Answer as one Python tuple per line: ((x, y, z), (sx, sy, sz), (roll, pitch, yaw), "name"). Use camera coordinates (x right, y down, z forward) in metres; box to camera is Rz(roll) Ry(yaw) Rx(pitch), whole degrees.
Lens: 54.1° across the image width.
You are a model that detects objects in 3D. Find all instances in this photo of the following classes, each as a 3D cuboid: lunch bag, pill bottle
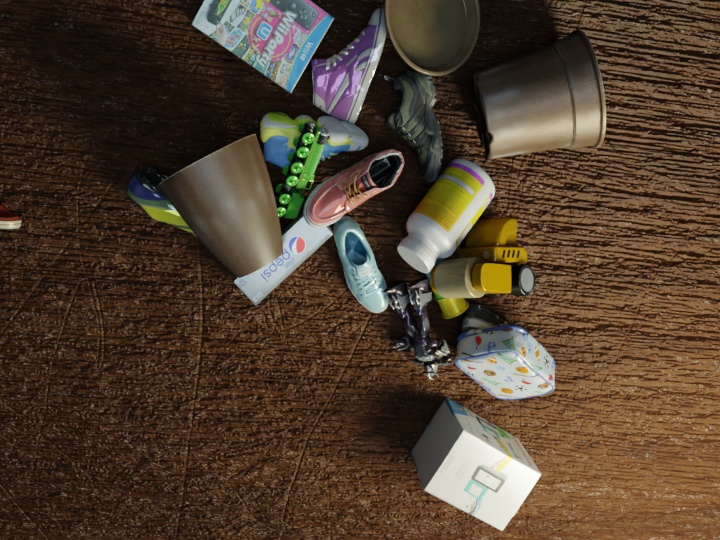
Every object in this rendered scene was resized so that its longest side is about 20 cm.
((0.276, 0.178, 1.365), (0.158, 0.077, 0.200), (-15, 137, 38), "lunch bag")
((0.152, -0.097, 1.277), (0.104, 0.104, 0.201), (42, 75, -16), "pill bottle")

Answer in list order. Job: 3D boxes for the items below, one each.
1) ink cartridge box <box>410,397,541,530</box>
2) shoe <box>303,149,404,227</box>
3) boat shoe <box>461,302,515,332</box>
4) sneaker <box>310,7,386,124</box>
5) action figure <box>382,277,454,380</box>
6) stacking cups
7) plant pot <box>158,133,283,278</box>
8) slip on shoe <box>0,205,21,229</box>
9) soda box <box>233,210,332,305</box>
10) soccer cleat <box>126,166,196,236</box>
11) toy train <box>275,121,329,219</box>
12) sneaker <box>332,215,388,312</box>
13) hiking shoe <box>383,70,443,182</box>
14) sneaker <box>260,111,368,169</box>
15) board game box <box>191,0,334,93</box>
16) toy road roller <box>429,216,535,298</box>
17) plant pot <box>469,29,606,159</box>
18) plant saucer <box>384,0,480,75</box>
((0.230, 0.391, 1.432), (0.197, 0.147, 0.148), (30, 100, -14), "ink cartridge box")
((-0.012, -0.149, 1.246), (0.199, 0.091, 0.072), (-37, 102, -19), "shoe")
((0.290, 0.127, 1.409), (0.197, 0.068, 0.058), (27, 61, -20), "boat shoe")
((-0.025, -0.372, 1.229), (0.112, 0.073, 0.204), (21, 101, -7), "sneaker")
((0.112, 0.119, 1.363), (0.128, 0.069, 0.204), (-7, 105, 40), "action figure")
((0.146, -0.008, 1.354), (0.059, 0.061, 0.203), (-25, 107, 1), "stacking cups")
((-0.216, -0.099, 1.209), (0.184, 0.187, 0.203), (-27, 101, 2), "plant pot")
((-0.681, -0.131, 1.219), (0.197, 0.074, 0.062), (30, 98, -9), "slip on shoe")
((-0.143, -0.031, 1.310), (0.199, 0.068, 0.064), (-42, 104, 5), "soda box")
((-0.332, -0.106, 1.281), (0.199, 0.065, 0.083), (37, 128, -19), "soccer cleat")
((-0.106, -0.172, 1.238), (0.055, 0.042, 0.202), (5, 132, -27), "toy train")
((0.000, 0.000, 1.328), (0.073, 0.082, 0.203), (-26, 107, 2), "sneaker")
((0.095, -0.258, 1.281), (0.098, 0.076, 0.205), (-8, 98, 5), "hiking shoe")
((-0.087, -0.222, 1.273), (0.195, 0.076, 0.107), (9, 124, -10), "sneaker")
((-0.164, -0.425, 1.201), (0.198, 0.064, 0.149), (31, 100, -15), "board game box")
((0.228, -0.025, 1.308), (0.197, 0.121, 0.150), (0, 87, -42), "toy road roller")
((0.302, -0.291, 1.235), (0.193, 0.201, 0.205), (-14, 107, 5), "plant pot")
((0.122, -0.441, 1.216), (0.196, 0.029, 0.206), (-4, 99, -28), "plant saucer")
